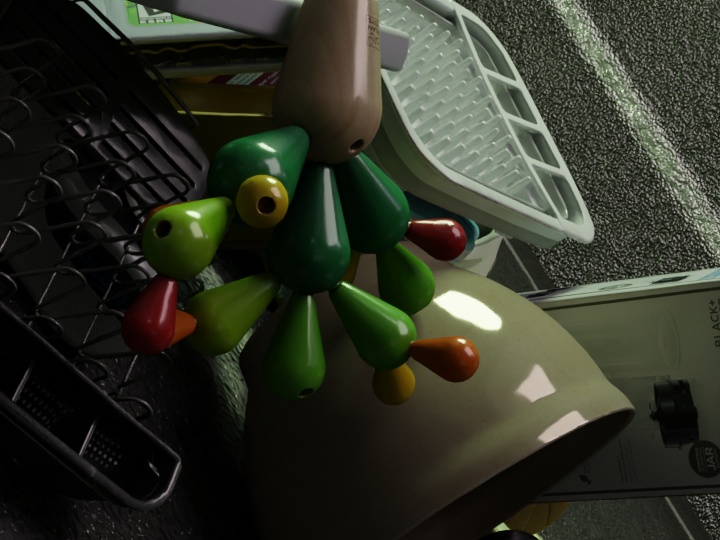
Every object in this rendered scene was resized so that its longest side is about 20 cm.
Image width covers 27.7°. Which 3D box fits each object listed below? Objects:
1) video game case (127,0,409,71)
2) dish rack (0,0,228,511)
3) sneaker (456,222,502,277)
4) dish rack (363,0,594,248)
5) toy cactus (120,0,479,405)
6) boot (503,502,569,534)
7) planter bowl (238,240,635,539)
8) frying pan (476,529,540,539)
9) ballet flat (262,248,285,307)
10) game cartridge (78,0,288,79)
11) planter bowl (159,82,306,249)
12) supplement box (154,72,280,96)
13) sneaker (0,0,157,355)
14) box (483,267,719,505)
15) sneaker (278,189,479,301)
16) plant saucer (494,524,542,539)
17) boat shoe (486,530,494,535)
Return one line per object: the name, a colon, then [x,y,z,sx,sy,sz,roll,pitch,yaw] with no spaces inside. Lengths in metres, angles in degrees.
video game case: [-0.097,-0.132,0.656,0.181,0.022,0.200,20,9,25]
dish rack: [-0.115,-0.020,0.593,0.154,0.054,0.201,49,44,-35]
sneaker: [0.009,-0.043,1.002,0.199,0.089,0.074,20,32,-24]
dish rack: [0.043,-0.091,0.811,0.199,0.043,0.173,19,43,-54]
toy cactus: [-0.014,-0.029,0.589,0.199,0.102,0.167,8,89,-48]
boot: [0.060,0.071,0.993,0.201,0.073,0.155,58,-6,-34]
planter bowl: [0.020,0.071,0.742,0.135,0.200,0.200,58,11,16]
frying pan: [0.030,0.197,0.783,0.190,0.115,0.031,-35,89,-34]
ballet flat: [-0.014,0.048,1.006,0.201,0.066,0.067,65,4,37]
game cartridge: [-0.104,-0.175,0.914,0.134,0.198,0.041,-108,-162,-44]
planter bowl: [-0.080,-0.060,0.849,0.200,0.198,0.084,-59,153,-77]
supplement box: [-0.078,-0.111,1.034,0.200,0.110,0.086,43,16,-51]
sneaker: [-0.157,-0.061,0.694,0.201,0.073,0.112,63,6,-16]
box: [0.132,0.066,0.819,0.060,0.198,0.118,-19,98,-59]
sneaker: [0.000,0.000,0.852,0.080,0.130,0.200,49,8,10]
plant saucer: [0.110,0.215,1.012,0.200,0.048,0.200,45,2,36]
boat shoe: [0.027,0.138,0.906,0.201,0.071,0.064,65,-13,-20]
